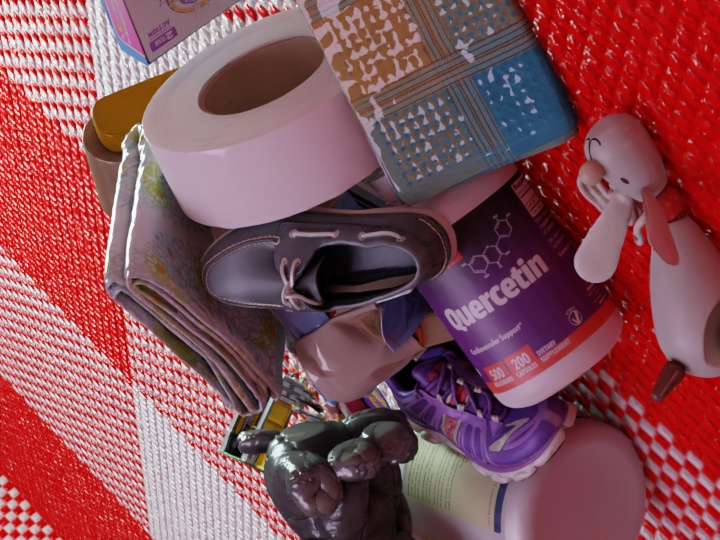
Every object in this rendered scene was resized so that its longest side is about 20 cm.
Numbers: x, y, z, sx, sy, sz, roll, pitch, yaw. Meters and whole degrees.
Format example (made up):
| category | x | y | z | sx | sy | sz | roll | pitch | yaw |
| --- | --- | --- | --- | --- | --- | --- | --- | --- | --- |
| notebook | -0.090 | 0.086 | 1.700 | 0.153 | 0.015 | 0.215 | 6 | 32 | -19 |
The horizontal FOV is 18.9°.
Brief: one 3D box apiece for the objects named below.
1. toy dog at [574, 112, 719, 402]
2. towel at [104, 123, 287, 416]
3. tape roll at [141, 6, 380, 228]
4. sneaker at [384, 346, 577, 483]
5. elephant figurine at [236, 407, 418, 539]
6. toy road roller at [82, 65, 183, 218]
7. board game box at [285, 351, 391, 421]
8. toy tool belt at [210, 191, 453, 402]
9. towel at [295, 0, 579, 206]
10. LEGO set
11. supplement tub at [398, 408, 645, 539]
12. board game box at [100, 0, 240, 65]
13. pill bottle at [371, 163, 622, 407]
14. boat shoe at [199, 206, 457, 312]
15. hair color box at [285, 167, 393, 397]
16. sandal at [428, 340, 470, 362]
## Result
| category | x | y | z | sx | sy | sz | roll | pitch | yaw |
| --- | --- | --- | --- | --- | --- | --- | --- | --- | --- |
| toy dog | 0.193 | 0.005 | 1.430 | 0.200 | 0.096 | 0.132 | 49 | 158 | 7 |
| towel | -0.121 | -0.002 | 1.656 | 0.171 | 0.048 | 0.201 | 46 | -155 | -30 |
| tape roll | -0.059 | -0.118 | 1.606 | 0.202 | 0.202 | 0.071 | 20 | 144 | 53 |
| sneaker | 0.082 | 0.104 | 1.681 | 0.199 | 0.081 | 0.083 | 13 | 154 | 49 |
| elephant figurine | 0.002 | 0.222 | 1.724 | 0.155 | 0.141 | 0.201 | -120 | 13 | -72 |
| toy road roller | -0.117 | -0.085 | 1.785 | 0.123 | 0.199 | 0.146 | 80 | 167 | -50 |
| board game box | -0.024 | 0.109 | 1.903 | 0.200 | 0.039 | 0.158 | 48 | 167 | 27 |
| toy tool belt | -0.012 | -0.006 | 1.650 | 0.200 | 0.123 | 0.125 | 54 | -159 | -14 |
| towel | 0.046 | -0.154 | 1.475 | 0.146 | 0.022 | 0.201 | -21 | 109 | 25 |
| LEGO set | -0.042 | 0.167 | 2.202 | 0.153 | 0.116 | 0.200 | 28 | 173 | -24 |
| supplement tub | 0.119 | 0.176 | 1.771 | 0.200 | 0.145 | 0.145 | 14 | 138 | 52 |
| board game box | -0.141 | -0.274 | 1.590 | 0.040 | 0.153 | 0.201 | 32 | 151 | 43 |
| pill bottle | 0.096 | -0.006 | 1.588 | 0.200 | 0.112 | 0.112 | 53 | 159 | -5 |
| boat shoe | -0.032 | -0.004 | 1.540 | 0.199 | 0.062 | 0.073 | -7 | 110 | 22 |
| hair color box | 0.000 | 0.000 | 1.759 | 0.099 | 0.061 | 0.201 | 30 | 136 | 12 |
| sandal | 0.085 | 0.031 | 1.766 | 0.212 | 0.077 | 0.070 | 127 | 136 | -61 |
